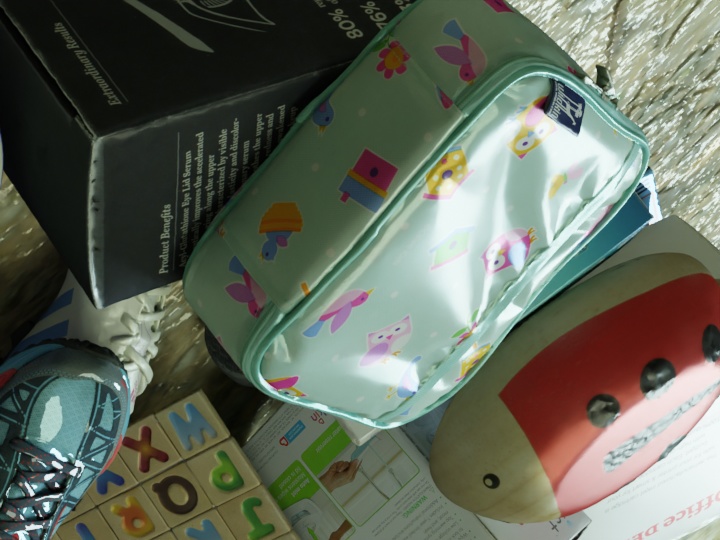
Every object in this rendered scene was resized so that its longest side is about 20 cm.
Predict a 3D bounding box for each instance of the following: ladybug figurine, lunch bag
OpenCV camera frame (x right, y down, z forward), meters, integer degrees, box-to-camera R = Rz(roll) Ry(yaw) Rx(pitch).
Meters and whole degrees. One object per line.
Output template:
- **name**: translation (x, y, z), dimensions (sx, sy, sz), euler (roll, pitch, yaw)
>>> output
- **ladybug figurine**: translation (0.131, 0.069, 0.968), dimensions (0.200, 0.072, 0.136), euler (-37, 141, -10)
- **lunch bag**: translation (0.034, -0.023, 0.790), dimensions (0.200, 0.077, 0.160), euler (-47, 144, 12)

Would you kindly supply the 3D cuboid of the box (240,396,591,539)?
- **box**: translation (0.005, 0.158, 1.083), dimensions (0.200, 0.177, 0.097), euler (-48, 170, 33)

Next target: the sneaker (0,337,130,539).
- **sneaker**: translation (-0.172, 0.127, 0.892), dimensions (0.079, 0.096, 0.200), euler (23, 113, -25)

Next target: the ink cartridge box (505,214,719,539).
- **ink cartridge box**: translation (0.163, 0.085, 1.116), dimensions (0.147, 0.086, 0.200), euler (-23, 133, -17)

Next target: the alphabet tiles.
- **alphabet tiles**: translation (-0.131, 0.181, 1.066), dimensions (0.200, 0.167, 0.008), euler (-29, -169, 20)

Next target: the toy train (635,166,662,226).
- **toy train**: translation (0.103, -0.005, 1.129), dimensions (0.200, 0.087, 0.114), euler (-31, 135, -9)

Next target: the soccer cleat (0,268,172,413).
- **soccer cleat**: translation (-0.127, 0.024, 0.944), dimensions (0.070, 0.086, 0.200), euler (7, 124, -46)

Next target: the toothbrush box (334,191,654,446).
- **toothbrush box**: translation (0.034, -0.020, 0.973), dimensions (0.200, 0.146, 0.085), euler (-38, 174, -6)

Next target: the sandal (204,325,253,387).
- **sandal**: translation (-0.001, 0.000, 1.052), dimensions (0.200, 0.076, 0.043), euler (-29, 152, 3)

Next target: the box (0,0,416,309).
- **box**: translation (-0.067, -0.093, 0.819), dimensions (0.200, 0.148, 0.104), euler (-20, 141, -24)

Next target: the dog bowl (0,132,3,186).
- **dog bowl**: translation (-0.257, -0.046, 0.755), dimensions (0.200, 0.079, 0.200), euler (-25, 143, -20)
